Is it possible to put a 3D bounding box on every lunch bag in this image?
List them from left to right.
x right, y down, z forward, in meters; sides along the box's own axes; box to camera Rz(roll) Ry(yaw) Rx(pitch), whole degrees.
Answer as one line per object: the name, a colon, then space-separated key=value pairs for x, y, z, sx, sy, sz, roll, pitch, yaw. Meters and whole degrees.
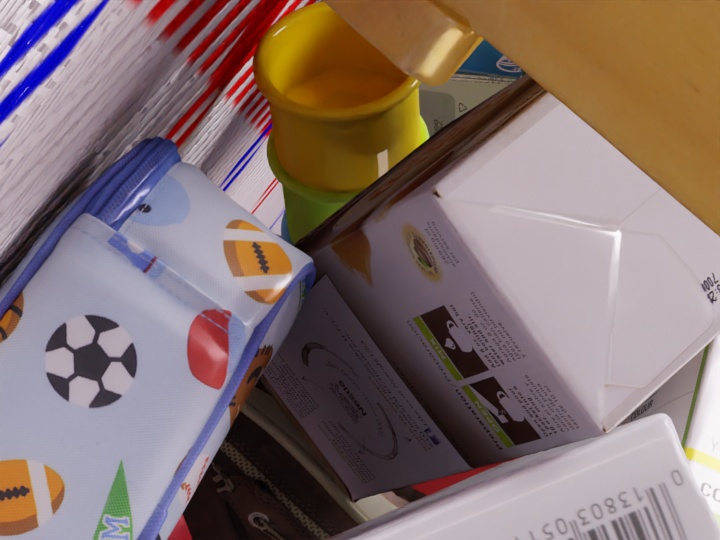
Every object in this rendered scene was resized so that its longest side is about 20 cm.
lunch bag: x=-0.097 y=0.066 z=0.687 sx=0.200 sy=0.075 sz=0.160 roll=-53 pitch=-177 yaw=-17

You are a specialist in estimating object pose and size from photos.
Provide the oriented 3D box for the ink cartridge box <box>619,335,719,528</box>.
ink cartridge box: x=0.161 y=0.032 z=0.784 sx=0.076 sy=0.147 sz=0.201 roll=-44 pitch=-155 yaw=59

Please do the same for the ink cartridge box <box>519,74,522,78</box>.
ink cartridge box: x=0.111 y=-0.019 z=0.948 sx=0.104 sy=0.059 sz=0.201 roll=-61 pitch=151 yaw=-43

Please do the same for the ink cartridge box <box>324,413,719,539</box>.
ink cartridge box: x=-0.006 y=0.101 z=0.703 sx=0.161 sy=0.050 sz=0.200 roll=-21 pitch=173 yaw=-17

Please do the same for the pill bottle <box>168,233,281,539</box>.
pill bottle: x=-0.080 y=0.078 z=0.978 sx=0.200 sy=0.112 sz=0.112 roll=-53 pitch=180 yaw=-37

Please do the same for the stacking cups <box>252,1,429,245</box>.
stacking cups: x=0.000 y=0.000 z=0.890 sx=0.061 sy=0.060 sz=0.201 roll=-53 pitch=151 yaw=-38

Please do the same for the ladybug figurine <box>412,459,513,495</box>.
ladybug figurine: x=0.032 y=0.121 z=0.935 sx=0.199 sy=0.135 sz=0.072 roll=-19 pitch=120 yaw=-34

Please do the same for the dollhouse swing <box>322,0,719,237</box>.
dollhouse swing: x=0.101 y=-0.117 z=0.583 sx=0.200 sy=0.175 sz=0.182 roll=-54 pitch=179 yaw=15

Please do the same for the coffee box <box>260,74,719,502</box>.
coffee box: x=0.046 y=-0.004 z=0.725 sx=0.114 sy=0.080 sz=0.200 roll=-38 pitch=-176 yaw=-22

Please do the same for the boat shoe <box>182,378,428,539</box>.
boat shoe: x=-0.030 y=0.086 z=0.839 sx=0.075 sy=0.202 sz=0.075 roll=-55 pitch=177 yaw=-13

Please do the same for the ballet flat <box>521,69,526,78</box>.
ballet flat: x=0.099 y=-0.104 z=0.726 sx=0.071 sy=0.071 sz=0.200 roll=-53 pitch=173 yaw=-28

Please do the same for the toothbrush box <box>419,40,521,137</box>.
toothbrush box: x=0.067 y=-0.051 z=1.022 sx=0.200 sy=0.085 sz=0.147 roll=-47 pitch=141 yaw=-56
